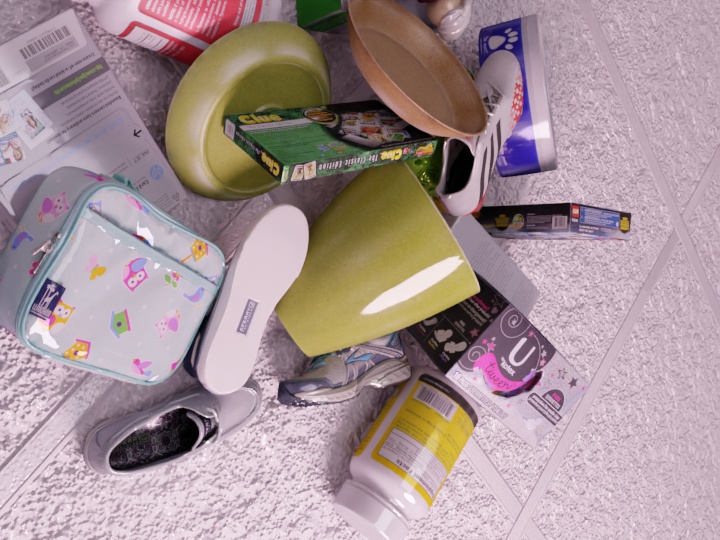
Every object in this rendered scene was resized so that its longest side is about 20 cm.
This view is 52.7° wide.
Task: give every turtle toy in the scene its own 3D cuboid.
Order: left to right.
[{"bbox_3d":[0.097,-0.181,0.925,0.202,0.100,0.146,-56,136,-21],"label":"turtle toy"}]

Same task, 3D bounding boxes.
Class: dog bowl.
[{"bbox_3d":[0.213,-0.230,0.974,0.200,0.077,0.205,-8,90,-73],"label":"dog bowl"}]

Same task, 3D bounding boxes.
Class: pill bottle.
[{"bbox_3d":[-0.183,-0.266,0.693,0.197,0.111,0.115,15,82,-38],"label":"pill bottle"},{"bbox_3d":[0.057,0.230,0.900,0.115,0.113,0.201,50,63,-28],"label":"pill bottle"}]

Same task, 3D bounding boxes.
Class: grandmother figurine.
[{"bbox_3d":[0.062,-0.346,0.805,0.201,0.060,0.122,50,55,-30],"label":"grandmother figurine"}]

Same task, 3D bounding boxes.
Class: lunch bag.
[{"bbox_3d":[-0.218,0.007,0.649,0.162,0.076,0.200,-60,147,-6],"label":"lunch bag"}]

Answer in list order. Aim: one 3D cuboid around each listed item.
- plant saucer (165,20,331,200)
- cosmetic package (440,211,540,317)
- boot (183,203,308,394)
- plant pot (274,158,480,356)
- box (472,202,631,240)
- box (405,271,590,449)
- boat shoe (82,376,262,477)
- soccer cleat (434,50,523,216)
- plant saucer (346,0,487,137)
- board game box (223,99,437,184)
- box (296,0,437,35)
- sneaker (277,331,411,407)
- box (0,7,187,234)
[{"bbox_3d":[-0.102,-0.150,0.741,0.198,0.031,0.202,-30,144,-24],"label":"plant saucer"},{"bbox_3d":[0.149,0.011,0.988,0.200,0.071,0.102,43,75,-32],"label":"cosmetic package"},{"bbox_3d":[-0.126,0.023,0.755,0.072,0.090,0.203,32,77,-29],"label":"boot"},{"bbox_3d":[0.000,0.000,0.806,0.198,0.188,0.189,-34,115,2],"label":"plant pot"},{"bbox_3d":[0.243,-0.064,0.986,0.135,0.198,0.041,4,90,-38],"label":"box"},{"bbox_3d":[0.171,0.104,0.905,0.115,0.132,0.199,-48,122,4],"label":"box"},{"bbox_3d":[-0.175,0.161,0.737,0.198,0.071,0.072,-16,101,-37],"label":"boat shoe"},{"bbox_3d":[0.136,-0.163,0.845,0.085,0.068,0.204,16,94,-60],"label":"soccer cleat"},{"bbox_3d":[0.054,-0.211,0.773,0.198,0.035,0.203,30,37,-26],"label":"plant saucer"},{"bbox_3d":[-0.026,-0.133,0.722,0.197,0.105,0.024,-16,136,-38],"label":"board game box"},{"bbox_3d":[0.016,-0.389,0.859,0.174,0.096,0.205,-7,96,-39],"label":"box"},{"bbox_3d":[-0.025,0.107,0.867,0.198,0.077,0.088,-11,89,-46],"label":"sneaker"},{"bbox_3d":[-0.275,-0.110,0.669,0.156,0.041,0.202,-43,116,-29],"label":"box"}]
